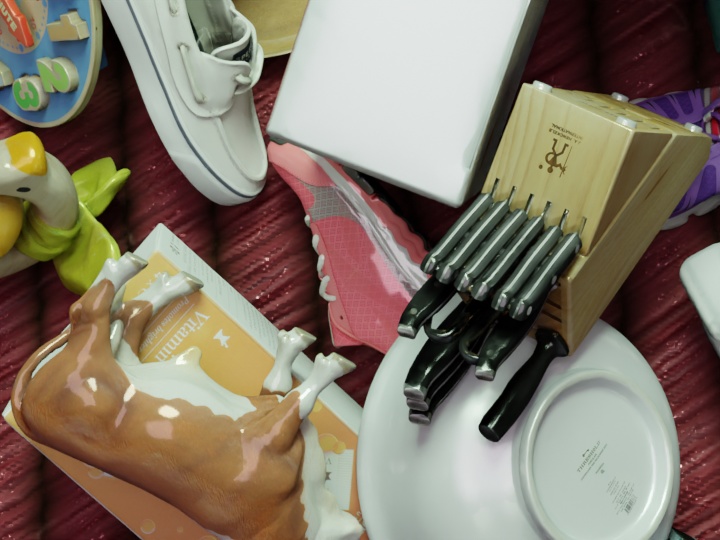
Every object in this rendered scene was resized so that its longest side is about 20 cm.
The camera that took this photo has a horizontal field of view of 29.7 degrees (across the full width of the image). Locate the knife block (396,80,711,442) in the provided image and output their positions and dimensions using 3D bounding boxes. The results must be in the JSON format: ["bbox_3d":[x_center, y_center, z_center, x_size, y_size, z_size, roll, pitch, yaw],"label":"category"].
[{"bbox_3d":[0.097,-0.002,0.700,0.063,0.199,0.178,27,107,25],"label":"knife block"}]

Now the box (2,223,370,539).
[{"bbox_3d":[-0.082,0.091,0.770,0.200,0.098,0.125,43,93,-12],"label":"box"}]

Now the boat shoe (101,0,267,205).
[{"bbox_3d":[-0.090,-0.127,0.795,0.065,0.072,0.202,-7,121,26],"label":"boat shoe"}]

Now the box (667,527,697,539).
[{"bbox_3d":[0.153,0.208,0.703,0.039,0.200,0.138,25,87,10],"label":"box"}]

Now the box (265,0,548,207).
[{"bbox_3d":[0.038,-0.128,0.742,0.105,0.200,0.154,21,98,6],"label":"box"}]

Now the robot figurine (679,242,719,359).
[{"bbox_3d":[0.279,-0.012,0.745,0.198,0.170,0.114,-29,40,10],"label":"robot figurine"}]

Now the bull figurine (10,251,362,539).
[{"bbox_3d":[-0.074,0.078,0.687,0.198,0.065,0.123,26,92,-12],"label":"bull figurine"}]

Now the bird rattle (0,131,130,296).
[{"bbox_3d":[-0.236,-0.027,0.817,0.197,0.164,0.114,-10,64,-2],"label":"bird rattle"}]

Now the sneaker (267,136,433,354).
[{"bbox_3d":[0.000,0.000,0.814,0.087,0.074,0.200,-44,79,5],"label":"sneaker"}]

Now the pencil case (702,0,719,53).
[{"bbox_3d":[0.233,-0.224,0.796,0.091,0.085,0.203,-11,82,4],"label":"pencil case"}]

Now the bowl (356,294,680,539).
[{"bbox_3d":[0.103,0.104,0.729,0.198,0.090,0.204,4,81,-26],"label":"bowl"}]

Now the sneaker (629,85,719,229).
[{"bbox_3d":[0.211,-0.082,0.785,0.197,0.083,0.082,-19,81,7],"label":"sneaker"}]

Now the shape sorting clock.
[{"bbox_3d":[-0.221,-0.184,0.824,0.198,0.039,0.203,23,126,34],"label":"shape sorting clock"}]

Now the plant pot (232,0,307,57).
[{"bbox_3d":[-0.065,-0.232,0.872,0.197,0.027,0.203,-1,84,9],"label":"plant pot"}]
